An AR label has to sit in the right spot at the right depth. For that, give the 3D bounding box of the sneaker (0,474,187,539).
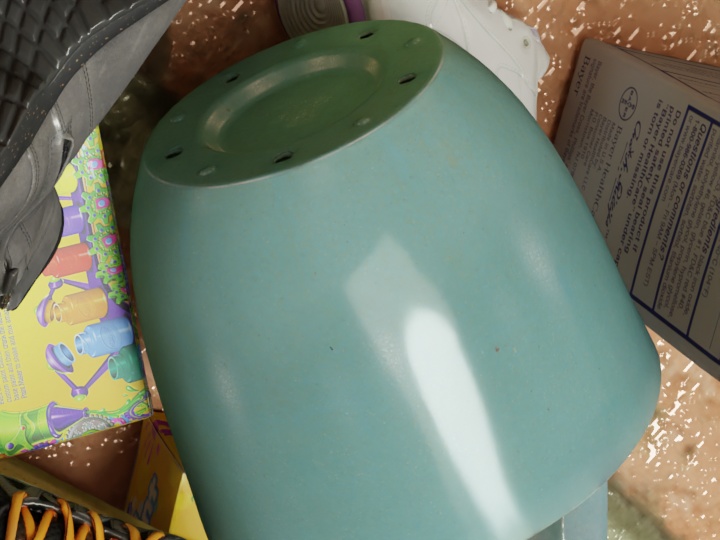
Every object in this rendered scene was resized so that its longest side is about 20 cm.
[{"bbox_3d":[-0.108,0.121,0.861,0.200,0.079,0.077,30,141,-35],"label":"sneaker"}]

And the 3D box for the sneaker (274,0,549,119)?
[{"bbox_3d":[0.026,-0.105,0.983,0.099,0.075,0.201,-37,120,-25],"label":"sneaker"}]

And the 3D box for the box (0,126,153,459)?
[{"bbox_3d":[-0.203,-0.027,0.884,0.192,0.122,0.201,-15,115,-15],"label":"box"}]

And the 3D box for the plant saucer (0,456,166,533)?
[{"bbox_3d":[-0.152,0.180,0.915,0.199,0.200,0.048,28,138,-9],"label":"plant saucer"}]

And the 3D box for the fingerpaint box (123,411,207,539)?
[{"bbox_3d":[-0.039,0.179,1.055,0.166,0.073,0.201,8,107,-24],"label":"fingerpaint box"}]

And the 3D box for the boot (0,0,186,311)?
[{"bbox_3d":[-0.114,-0.059,0.788,0.200,0.070,0.132,-49,166,-28],"label":"boot"}]

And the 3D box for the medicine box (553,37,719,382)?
[{"bbox_3d":[0.204,-0.019,0.999,0.181,0.200,0.103,9,107,-24],"label":"medicine box"}]

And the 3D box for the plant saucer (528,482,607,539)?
[{"bbox_3d":[0.087,0.104,1.027,0.038,0.201,0.202,-1,114,12],"label":"plant saucer"}]

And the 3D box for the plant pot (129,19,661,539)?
[{"bbox_3d":[0.000,0.000,0.876,0.200,0.201,0.162,-27,116,-9],"label":"plant pot"}]
